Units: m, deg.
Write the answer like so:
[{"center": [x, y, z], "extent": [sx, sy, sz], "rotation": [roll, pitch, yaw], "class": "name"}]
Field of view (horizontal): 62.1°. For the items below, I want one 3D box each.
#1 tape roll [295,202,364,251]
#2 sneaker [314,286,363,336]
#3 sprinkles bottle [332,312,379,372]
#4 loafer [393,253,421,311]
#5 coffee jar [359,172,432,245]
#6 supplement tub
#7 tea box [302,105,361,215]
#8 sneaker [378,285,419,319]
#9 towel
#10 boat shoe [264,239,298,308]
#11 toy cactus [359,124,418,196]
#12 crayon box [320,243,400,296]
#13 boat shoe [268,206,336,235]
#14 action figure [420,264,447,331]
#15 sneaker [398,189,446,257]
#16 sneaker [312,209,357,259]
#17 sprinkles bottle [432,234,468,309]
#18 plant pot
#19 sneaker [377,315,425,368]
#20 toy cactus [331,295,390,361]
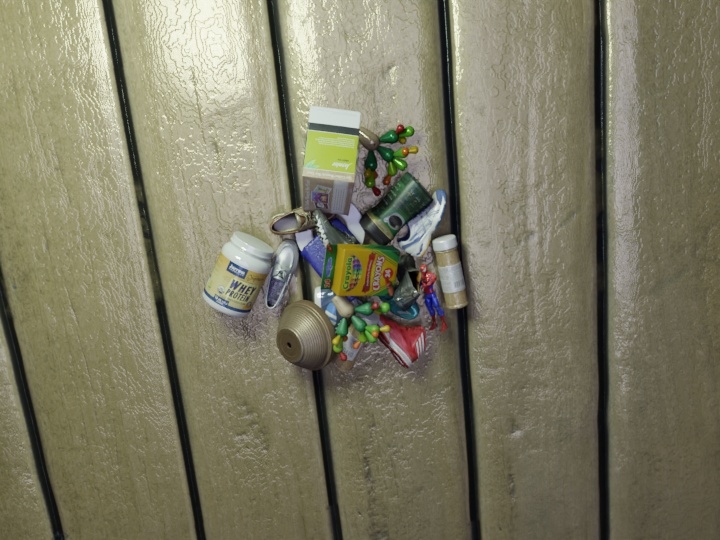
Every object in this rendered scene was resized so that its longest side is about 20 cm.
[{"center": [-0.086, -0.113, 1.680], "extent": [0.199, 0.037, 0.207], "rotation": [0, 103, -1], "class": "tape roll"}, {"center": [-0.053, 0.137, 1.714], "extent": [0.144, 0.081, 0.204], "rotation": [-3, 97, 3], "class": "sneaker"}, {"center": [-0.015, 0.198, 1.709], "extent": [0.067, 0.069, 0.202], "rotation": [24, 118, -7], "class": "sprinkles bottle"}, {"center": [0.140, 0.022, 1.639], "extent": [0.072, 0.202, 0.073], "rotation": [-34, 122, 31], "class": "loafer"}, {"center": [0.094, -0.163, 1.630], "extent": [0.200, 0.086, 0.104], "rotation": [-43, 125, 8], "class": "coffee jar"}, {"center": [-0.333, 0.010, 1.643], "extent": [0.143, 0.145, 0.202], "rotation": [26, 101, -7], "class": "supplement tub"}, {"center": [-0.077, -0.274, 1.527], "extent": [0.131, 0.200, 0.200], "rotation": [7, 72, -3], "class": "tea box"}, {"center": [0.087, 0.075, 1.706], "extent": [0.199, 0.080, 0.078], "rotation": [39, 99, -10], "class": "sneaker"}, {"center": [-0.052, -0.024, 1.645], "extent": [0.147, 0.050, 0.200], "rotation": [-42, 88, 2], "class": "towel"}, {"center": [-0.227, 0.013, 1.686], "extent": [0.071, 0.069, 0.203], "rotation": [24, 101, -7], "class": "boat shoe"}, {"center": [0.054, -0.320, 1.612], "extent": [0.164, 0.102, 0.201], "rotation": [38, 107, 0], "class": "toy cactus"}, {"center": [0.000, 0.000, 1.560], "extent": [0.197, 0.051, 0.129], "rotation": [0, 109, -25], "class": "crayon box"}, {"center": [-0.155, -0.136, 1.617], "extent": [0.197, 0.072, 0.077], "rotation": [-20, 103, 3], "class": "boat shoe"}, {"center": [0.186, 0.086, 1.692], "extent": [0.065, 0.098, 0.203], "rotation": [0, 109, 41], "class": "action figure"}, {"center": [0.171, -0.139, 1.665], "extent": [0.087, 0.075, 0.203], "rotation": [22, 100, -6], "class": "sneaker"}, {"center": [-0.057, -0.080, 1.582], "extent": [0.089, 0.066, 0.202], "rotation": [-28, 104, -7], "class": "sneaker"}, {"center": [0.255, 0.005, 1.695], "extent": [0.067, 0.068, 0.204], "rotation": [-13, 103, 1], "class": "sprinkles bottle"}, {"center": [-0.169, 0.191, 1.664], "extent": [0.198, 0.092, 0.205], "rotation": [13, 111, 35], "class": "plant pot"}, {"center": [0.113, 0.174, 1.748], "extent": [0.115, 0.078, 0.201], "rotation": [-37, 95, -18], "class": "sneaker"}, {"center": [-0.019, 0.136, 1.597], "extent": [0.200, 0.102, 0.165], "rotation": [-41, 92, 23], "class": "toy cactus"}]
